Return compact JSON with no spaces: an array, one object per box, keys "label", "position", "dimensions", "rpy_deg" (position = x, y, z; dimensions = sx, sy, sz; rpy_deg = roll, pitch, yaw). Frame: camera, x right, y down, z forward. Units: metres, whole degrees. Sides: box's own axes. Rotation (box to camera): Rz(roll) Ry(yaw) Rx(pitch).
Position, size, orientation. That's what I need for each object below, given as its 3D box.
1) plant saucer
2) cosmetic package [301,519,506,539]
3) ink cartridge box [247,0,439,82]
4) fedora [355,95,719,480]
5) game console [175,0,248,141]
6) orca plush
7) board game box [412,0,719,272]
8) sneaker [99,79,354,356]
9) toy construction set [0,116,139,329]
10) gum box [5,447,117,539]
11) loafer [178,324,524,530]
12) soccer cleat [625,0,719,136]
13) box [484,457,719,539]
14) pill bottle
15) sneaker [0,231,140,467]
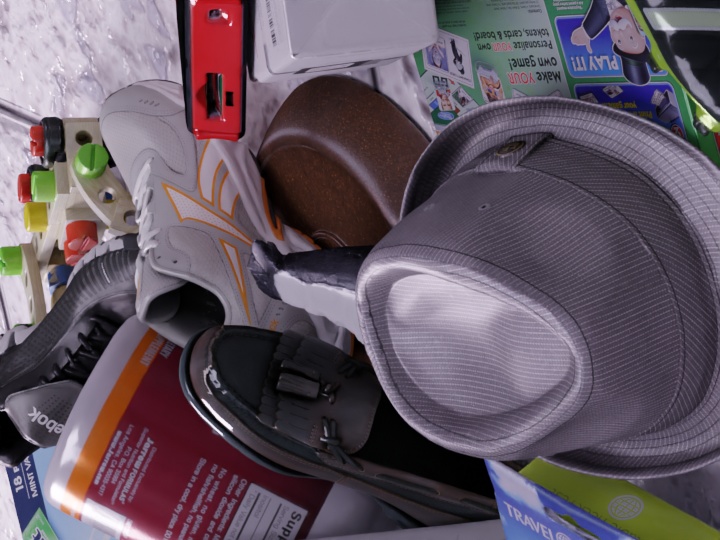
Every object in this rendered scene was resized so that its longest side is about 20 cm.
[{"label":"plant saucer","position":[0.000,0.000,1.523],"dimensions":[0.200,0.034,0.200],"rpy_deg":[39,142,39]},{"label":"cosmetic package","position":[-0.008,0.240,1.447],"dimensions":[0.167,0.200,0.167],"rpy_deg":[-78,-22,-58]},{"label":"ink cartridge box","position":[-0.018,-0.149,1.344],"dimensions":[0.200,0.067,0.116],"rpy_deg":[-174,76,-83]},{"label":"fedora","position":[0.072,0.020,1.264],"dimensions":[0.200,0.090,0.177],"rpy_deg":[11,119,43]},{"label":"game console","position":[-0.076,-0.172,1.425],"dimensions":[0.200,0.031,0.177],"rpy_deg":[98,168,-67]},{"label":"orca plush","position":[0.047,0.026,1.421],"dimensions":[0.200,0.071,0.105],"rpy_deg":[16,133,27]},{"label":"board game box","position":[0.096,-0.067,1.314],"dimensions":[0.200,0.029,0.135],"rpy_deg":[5,116,58]},{"label":"sneaker","position":[-0.090,-0.017,1.530],"dimensions":[0.200,0.092,0.076],"rpy_deg":[50,147,28]},{"label":"toy construction set","position":[-0.155,-0.012,1.713],"dimensions":[0.200,0.092,0.131],"rpy_deg":[-41,50,53]},{"label":"gum box","position":[-0.112,0.144,1.684],"dimensions":[0.200,0.045,0.170],"rpy_deg":[-25,75,41]},{"label":"loafer","position":[0.007,0.076,1.460],"dimensions":[0.200,0.072,0.063],"rpy_deg":[30,147,-24]},{"label":"soccer cleat","position":[0.142,-0.117,1.166],"dimensions":[0.081,0.068,0.200],"rpy_deg":[-41,81,30]},{"label":"box","position":[0.129,0.169,1.373],"dimensions":[0.122,0.048,0.200],"rpy_deg":[27,143,42]},{"label":"pill bottle","position":[-0.054,0.113,1.547],"dimensions":[0.200,0.113,0.113],"rpy_deg":[26,144,2]},{"label":"sneaker","position":[-0.154,0.052,1.633],"dimensions":[0.066,0.091,0.200],"rpy_deg":[31,139,-21]}]
